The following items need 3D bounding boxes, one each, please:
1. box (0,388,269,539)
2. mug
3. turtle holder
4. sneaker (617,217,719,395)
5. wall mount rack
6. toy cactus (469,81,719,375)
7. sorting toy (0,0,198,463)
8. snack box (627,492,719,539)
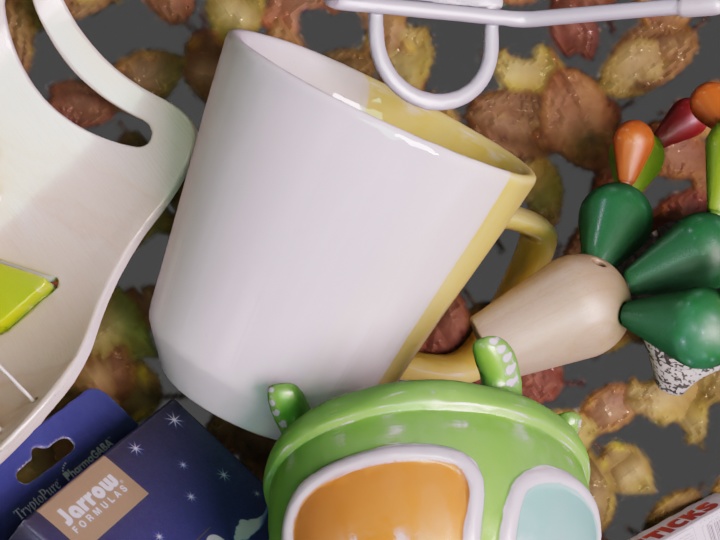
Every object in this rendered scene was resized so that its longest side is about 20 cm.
[{"bbox_3d":[-0.070,0.133,0.744,0.200,0.121,0.032,41,123,6],"label":"box"},{"bbox_3d":[-0.005,0.000,0.773,0.186,0.149,0.153,24,101,-6],"label":"mug"},{"bbox_3d":[0.031,0.128,0.719,0.141,0.186,0.132,-3,55,-4],"label":"turtle holder"},{"bbox_3d":[0.219,0.004,0.861,0.200,0.077,0.089,-19,131,-9],"label":"sneaker"},{"bbox_3d":[0.070,-0.175,0.776,0.173,0.075,0.201,2,84,-18],"label":"wall mount rack"},{"bbox_3d":[0.130,0.004,0.754,0.165,0.200,0.102,-24,135,-1],"label":"toy cactus"},{"bbox_3d":[-0.173,-0.045,0.760,0.180,0.107,0.200,-44,99,-11],"label":"sorting toy"},{"bbox_3d":[0.117,0.181,0.840,0.200,0.024,0.072,-22,103,-29],"label":"snack box"}]
